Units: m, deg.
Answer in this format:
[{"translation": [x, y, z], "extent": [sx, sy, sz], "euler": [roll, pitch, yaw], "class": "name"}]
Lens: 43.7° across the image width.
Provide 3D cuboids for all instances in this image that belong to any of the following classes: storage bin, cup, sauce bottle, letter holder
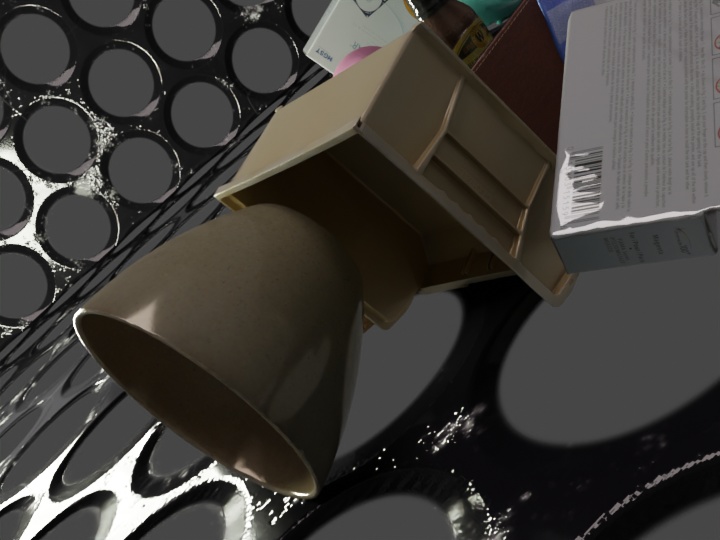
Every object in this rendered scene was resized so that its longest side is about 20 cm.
[{"translation": [0.032, -0.048, 0.642], "extent": [0.199, 0.198, 0.095], "euler": [-14, 43, 56], "class": "storage bin"}, {"translation": [-0.075, 0.040, 0.626], "extent": [0.199, 0.200, 0.144], "euler": [-12, 37, 57], "class": "cup"}, {"translation": [0.102, -0.210, 0.874], "extent": [0.064, 0.201, 0.065], "euler": [-35, 20, 15], "class": "sauce bottle"}, {"translation": [0.163, -0.130, 0.729], "extent": [0.201, 0.141, 0.101], "euler": [-53, -13, -8], "class": "letter holder"}]

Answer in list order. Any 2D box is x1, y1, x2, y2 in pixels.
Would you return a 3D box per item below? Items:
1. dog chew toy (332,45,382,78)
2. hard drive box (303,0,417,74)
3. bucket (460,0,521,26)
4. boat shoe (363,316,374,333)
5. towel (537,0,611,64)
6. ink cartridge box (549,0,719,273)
[{"translation": [0.018, -0.237, 1.269], "extent": [0.124, 0.125, 0.201], "euler": [-34, 26, 18], "class": "dog chew toy"}, {"translation": [0.018, -0.417, 1.536], "extent": [0.202, 0.154, 0.077], "euler": [-57, 18, 13], "class": "hard drive box"}, {"translation": [0.202, -0.471, 1.301], "extent": [0.133, 0.209, 0.208], "euler": [-5, 38, 46], "class": "bucket"}, {"translation": [0.000, 0.000, 0.822], "extent": [0.201, 0.074, 0.069], "euler": [-51, 8, -32], "class": "boat shoe"}, {"translation": [0.224, -0.220, 0.644], "extent": [0.198, 0.149, 0.024], "euler": [-26, -15, 24], "class": "towel"}, {"translation": [0.209, -0.101, 0.552], "extent": [0.171, 0.044, 0.203], "euler": [-8, 52, 29], "class": "ink cartridge box"}]
